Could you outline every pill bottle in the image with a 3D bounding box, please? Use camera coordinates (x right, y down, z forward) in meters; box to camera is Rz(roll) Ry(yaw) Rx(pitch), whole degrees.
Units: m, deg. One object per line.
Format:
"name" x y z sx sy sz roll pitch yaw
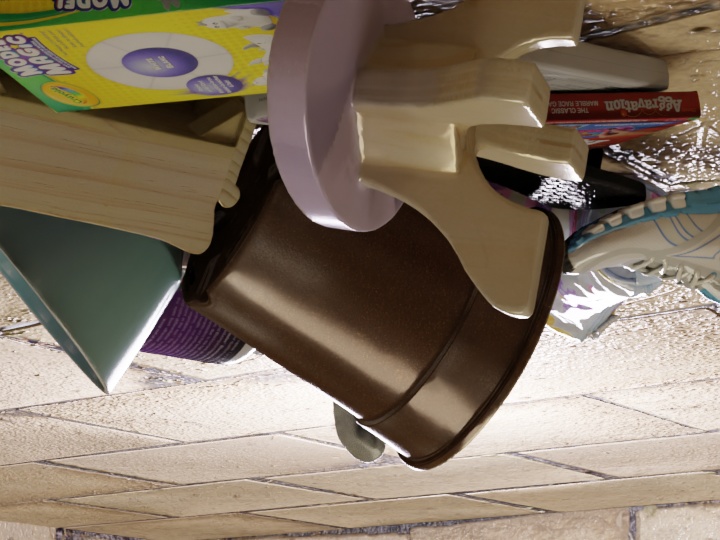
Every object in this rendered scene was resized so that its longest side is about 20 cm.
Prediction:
"pill bottle" -0.139 0.017 1.462 0.199 0.112 0.111 13 161 -37

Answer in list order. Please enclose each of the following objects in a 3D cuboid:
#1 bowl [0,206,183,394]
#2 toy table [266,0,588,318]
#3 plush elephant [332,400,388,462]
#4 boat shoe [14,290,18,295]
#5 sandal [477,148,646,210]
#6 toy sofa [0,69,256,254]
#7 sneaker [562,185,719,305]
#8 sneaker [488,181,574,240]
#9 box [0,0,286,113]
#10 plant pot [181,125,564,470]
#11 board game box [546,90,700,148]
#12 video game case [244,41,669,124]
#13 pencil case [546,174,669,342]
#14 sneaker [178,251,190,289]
"bowl" -0.193 -0.025 1.210 0.105 0.201 0.201 -38 171 -12
"toy table" 0.042 -0.076 0.873 0.117 0.185 0.200 8 -174 17
"plush elephant" 0.058 0.101 1.687 0.199 0.156 0.164 11 163 -35
"boat shoe" -0.209 0.005 1.526 0.201 0.075 0.065 7 -159 -34
"sandal" 0.127 -0.078 1.218 0.199 0.045 0.075 16 161 -43
"toy sofa" -0.169 -0.082 1.061 0.199 0.098 0.083 10 -162 -33
"sneaker" 0.234 -0.013 1.268 0.199 0.087 0.075 -14 176 -20
"sneaker" 0.106 -0.024 1.383 0.088 0.081 0.200 8 160 -3
"box" -0.110 -0.124 0.901 0.199 0.049 0.117 -2 165 16
"plant pot" 0.000 0.000 1.202 0.198 0.201 0.200 30 157 -16
"board game box" 0.096 -0.089 1.088 0.199 0.020 0.103 -4 176 -28
"video game case" 0.061 -0.108 1.072 0.181 0.024 0.200 -9 175 35
"pencil case" 0.189 -0.006 1.405 0.083 0.091 0.200 3 164 -8
"sneaker" -0.157 -0.036 1.317 0.199 0.087 0.074 -1 -161 -5
